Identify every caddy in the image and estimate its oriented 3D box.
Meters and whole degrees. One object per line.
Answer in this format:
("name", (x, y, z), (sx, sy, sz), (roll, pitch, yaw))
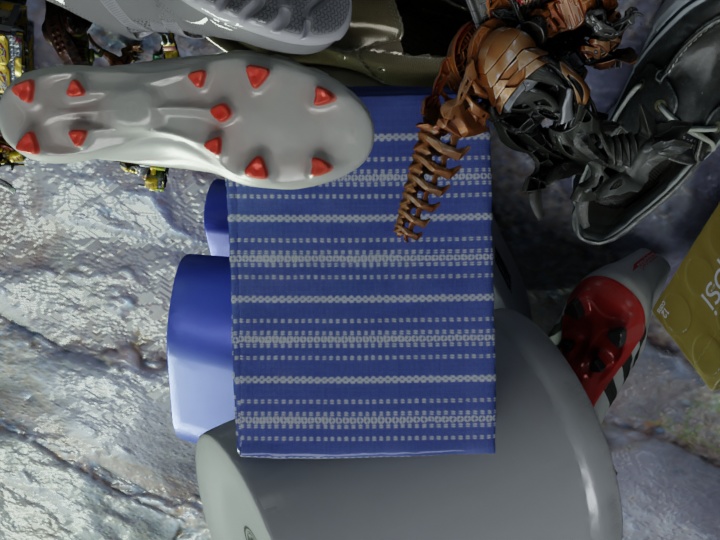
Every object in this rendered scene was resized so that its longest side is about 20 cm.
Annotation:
("caddy", (-0.052, 0.036, 1.210), (0.104, 0.142, 0.201), (10, 140, 7))

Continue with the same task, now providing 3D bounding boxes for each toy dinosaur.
("toy dinosaur", (0.087, -0.099, 1.006), (0.200, 0.102, 0.136), (-41, 115, 9))

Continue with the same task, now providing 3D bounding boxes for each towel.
("towel", (0.000, 0.000, 1.045), (0.144, 0.201, 0.024), (-1, 180, -1))

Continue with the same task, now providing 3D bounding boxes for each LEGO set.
("LEGO set", (-0.172, -0.106, 1.098), (0.153, 0.116, 0.200), (16, 139, -4))

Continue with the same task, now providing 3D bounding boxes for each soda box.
("soda box", (0.245, -0.022, 1.099), (0.064, 0.068, 0.200), (-12, 144, -32))

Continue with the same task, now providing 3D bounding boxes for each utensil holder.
("utensil holder", (0.024, 0.132, 1.125), (0.199, 0.170, 0.170), (-19, 142, -19))

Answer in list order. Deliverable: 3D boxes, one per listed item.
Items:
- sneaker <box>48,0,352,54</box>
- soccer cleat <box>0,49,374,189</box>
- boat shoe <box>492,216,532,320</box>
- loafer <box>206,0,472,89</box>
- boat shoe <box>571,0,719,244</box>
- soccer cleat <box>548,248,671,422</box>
("sneaker", (-0.097, -0.154, 0.988), (0.199, 0.075, 0.082), (20, 153, 8))
("soccer cleat", (-0.089, -0.082, 1.011), (0.199, 0.078, 0.070), (4, 98, 8))
("boat shoe", (0.050, -0.010, 1.184), (0.065, 0.074, 0.200), (-10, 133, 18))
("loafer", (-0.006, -0.142, 1.057), (0.199, 0.076, 0.067), (17, 139, -20))
("boat shoe", (0.177, -0.084, 1.071), (0.072, 0.071, 0.200), (20, 137, -8))
("soccer cleat", (0.140, 0.066, 1.235), (0.069, 0.085, 0.201), (37, 135, 15))
